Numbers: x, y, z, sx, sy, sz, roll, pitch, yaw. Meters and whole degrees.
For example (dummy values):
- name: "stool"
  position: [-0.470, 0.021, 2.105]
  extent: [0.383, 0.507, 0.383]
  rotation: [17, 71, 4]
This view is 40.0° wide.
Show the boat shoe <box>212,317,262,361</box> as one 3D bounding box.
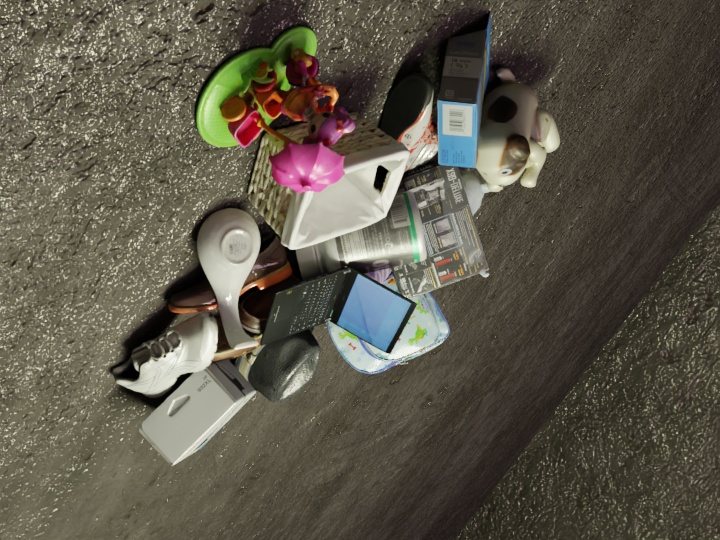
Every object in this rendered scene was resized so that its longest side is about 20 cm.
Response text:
- name: "boat shoe"
  position: [-0.205, 0.114, 1.619]
  extent: [0.199, 0.072, 0.068]
  rotation: [-22, 144, -43]

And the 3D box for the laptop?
- name: "laptop"
  position: [-0.039, 0.084, 1.550]
  extent: [0.199, 0.104, 0.178]
  rotation: [-19, 155, -24]

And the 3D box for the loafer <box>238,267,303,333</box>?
- name: "loafer"
  position: [-0.127, 0.033, 1.629]
  extent: [0.200, 0.073, 0.071]
  rotation: [-35, 149, -41]

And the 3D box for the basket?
- name: "basket"
  position: [-0.050, -0.136, 1.426]
  extent: [0.199, 0.123, 0.136]
  rotation: [-22, 145, -40]

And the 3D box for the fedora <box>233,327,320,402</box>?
- name: "fedora"
  position: [-0.133, 0.164, 1.768]
  extent: [0.200, 0.092, 0.201]
  rotation: [-34, 152, -21]

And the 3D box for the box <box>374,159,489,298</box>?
- name: "box"
  position: [0.110, -0.070, 1.644]
  extent: [0.157, 0.201, 0.050]
  rotation: [-20, -164, -1]

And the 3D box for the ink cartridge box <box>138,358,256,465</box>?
- name: "ink cartridge box"
  position: [-0.260, 0.226, 1.612]
  extent: [0.145, 0.084, 0.200]
  rotation: [-44, 176, 1]

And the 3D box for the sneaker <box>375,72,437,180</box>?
- name: "sneaker"
  position: [0.088, -0.234, 1.553]
  extent: [0.107, 0.067, 0.202]
  rotation: [-23, 149, -39]

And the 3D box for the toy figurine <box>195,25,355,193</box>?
- name: "toy figurine"
  position: [-0.077, -0.185, 1.248]
  extent: [0.200, 0.184, 0.150]
  rotation: [-43, 154, -5]

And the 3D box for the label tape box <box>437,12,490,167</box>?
- name: "label tape box"
  position: [0.162, -0.285, 1.550]
  extent: [0.145, 0.063, 0.201]
  rotation: [83, 15, -54]

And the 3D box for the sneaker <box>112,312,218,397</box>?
- name: "sneaker"
  position: [-0.291, 0.129, 1.485]
  extent: [0.200, 0.075, 0.087]
  rotation: [-40, 148, 24]

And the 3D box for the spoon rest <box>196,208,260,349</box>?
- name: "spoon rest"
  position: [-0.187, 0.010, 1.436]
  extent: [0.099, 0.060, 0.202]
  rotation: [-8, 98, -31]

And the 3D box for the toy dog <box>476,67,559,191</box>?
- name: "toy dog"
  position: [0.250, -0.222, 1.659]
  extent: [0.200, 0.138, 0.195]
  rotation: [-59, 151, -49]

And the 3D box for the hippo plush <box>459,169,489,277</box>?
- name: "hippo plush"
  position: [0.151, -0.100, 1.768]
  extent: [0.200, 0.158, 0.162]
  rotation: [-87, -178, -72]

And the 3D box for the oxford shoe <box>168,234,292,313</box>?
- name: "oxford shoe"
  position: [-0.203, 0.005, 1.496]
  extent: [0.199, 0.071, 0.073]
  rotation: [-24, 114, -23]

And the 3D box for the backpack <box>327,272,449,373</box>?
- name: "backpack"
  position: [0.042, 0.088, 1.794]
  extent: [0.199, 0.184, 0.147]
  rotation: [-28, -177, 2]

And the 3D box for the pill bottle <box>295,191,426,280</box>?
- name: "pill bottle"
  position: [-0.003, -0.051, 1.555]
  extent: [0.198, 0.114, 0.113]
  rotation: [-12, 150, 0]

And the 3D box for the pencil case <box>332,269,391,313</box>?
- name: "pencil case"
  position: [0.000, 0.000, 1.679]
  extent: [0.085, 0.084, 0.200]
  rotation: [-33, -173, 38]
